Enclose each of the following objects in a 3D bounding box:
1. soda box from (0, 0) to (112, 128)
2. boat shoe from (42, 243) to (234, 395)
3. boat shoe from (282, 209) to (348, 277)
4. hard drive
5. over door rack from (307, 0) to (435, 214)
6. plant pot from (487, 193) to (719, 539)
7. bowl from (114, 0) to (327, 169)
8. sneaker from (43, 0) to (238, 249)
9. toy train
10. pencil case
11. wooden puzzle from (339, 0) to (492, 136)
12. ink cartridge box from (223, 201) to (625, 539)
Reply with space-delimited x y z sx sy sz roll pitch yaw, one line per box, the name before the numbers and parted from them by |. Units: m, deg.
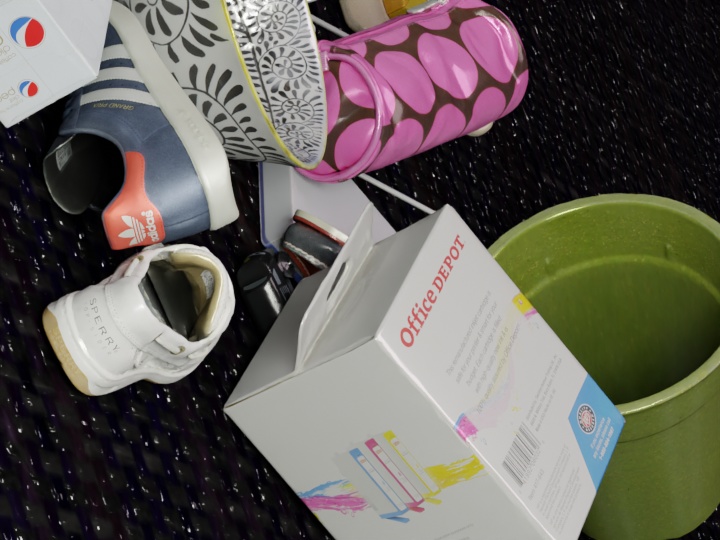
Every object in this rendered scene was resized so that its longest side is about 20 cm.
soda box | -0.176 -0.167 1.647 0.068 0.063 0.200 52 23 -28
boat shoe | -0.097 0.019 1.595 0.071 0.069 0.200 60 19 -1
boat shoe | 0.008 0.042 1.840 0.200 0.063 0.071 50 -10 -36
hard drive | 0.000 0.000 1.934 0.200 0.025 0.132 49 23 -35
over door rack | 0.008 -0.120 2.050 0.200 0.066 0.148 39 31 -49
plant pot | 0.181 0.084 2.056 0.201 0.199 0.190 -97 172 -45
bowl | -0.096 -0.143 1.750 0.201 0.094 0.202 -16 90 -77
sneaker | -0.140 -0.079 1.626 0.200 0.084 0.075 50 -21 51
toy train | -0.018 0.079 1.773 0.201 0.034 0.046 62 23 -1
pencil case | 0.025 -0.121 1.925 0.200 0.090 0.094 -28 114 -56
wooden puzzle | 0.034 -0.216 2.286 0.200 0.037 0.186 35 33 -53
ink cartridge box | 0.031 0.073 1.705 0.200 0.125 0.129 50 39 -17
